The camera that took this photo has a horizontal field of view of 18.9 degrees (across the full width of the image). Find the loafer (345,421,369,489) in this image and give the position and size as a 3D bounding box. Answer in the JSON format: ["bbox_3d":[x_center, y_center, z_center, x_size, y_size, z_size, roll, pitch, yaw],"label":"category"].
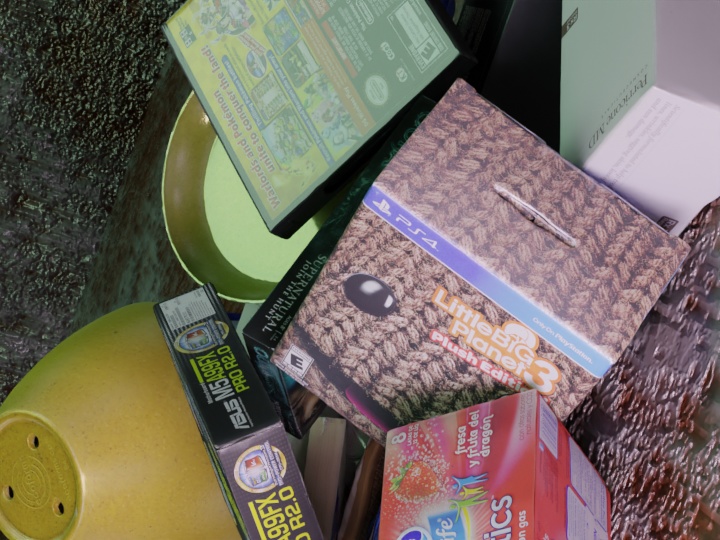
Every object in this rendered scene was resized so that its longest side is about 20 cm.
[{"bbox_3d":[0.047,0.081,1.502,0.072,0.063,0.200,54,135,32],"label":"loafer"}]

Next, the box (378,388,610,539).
[{"bbox_3d":[0.070,0.177,1.125,0.094,0.103,0.201,-18,44,24],"label":"box"}]

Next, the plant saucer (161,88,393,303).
[{"bbox_3d":[-0.052,-0.072,1.481,0.199,0.031,0.201,-11,70,34],"label":"plant saucer"}]

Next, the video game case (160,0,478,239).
[{"bbox_3d":[-0.033,-0.153,1.455,0.181,0.025,0.200,-42,57,20],"label":"video game case"}]

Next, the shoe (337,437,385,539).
[{"bbox_3d":[0.027,0.134,1.456,0.053,0.070,0.201,-99,28,-53],"label":"shoe"}]

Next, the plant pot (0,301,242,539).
[{"bbox_3d":[-0.183,0.132,1.521,0.199,0.142,0.201,8,103,36],"label":"plant pot"}]

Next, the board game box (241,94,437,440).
[{"bbox_3d":[0.000,0.000,1.395,0.200,0.028,0.135,-53,-22,-20],"label":"board game box"}]

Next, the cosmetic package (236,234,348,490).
[{"bbox_3d":[-0.036,0.069,1.554,0.107,0.085,0.201,-12,-50,-54],"label":"cosmetic package"}]

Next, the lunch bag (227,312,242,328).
[{"bbox_3d":[-0.112,0.123,1.692,0.124,0.200,0.171,28,106,32],"label":"lunch bag"}]

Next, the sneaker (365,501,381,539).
[{"bbox_3d":[0.036,0.155,1.352,0.201,0.075,0.078,-65,14,4],"label":"sneaker"}]

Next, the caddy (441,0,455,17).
[{"bbox_3d":[0.007,-0.145,1.593,0.141,0.105,0.200,-49,12,28],"label":"caddy"}]

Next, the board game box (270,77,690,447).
[{"bbox_3d":[0.062,0.020,1.219,0.097,0.159,0.200,-51,-5,-36],"label":"board game box"}]

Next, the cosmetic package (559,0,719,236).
[{"bbox_3d":[0.172,-0.130,1.232,0.113,0.081,0.201,126,158,-45],"label":"cosmetic package"}]

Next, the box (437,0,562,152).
[{"bbox_3d":[0.120,-0.169,1.479,0.141,0.079,0.201,-133,62,-79],"label":"box"}]

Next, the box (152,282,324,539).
[{"bbox_3d":[-0.069,0.120,1.354,0.200,0.044,0.161,-123,14,-60],"label":"box"}]

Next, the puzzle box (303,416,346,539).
[{"bbox_3d":[-0.030,0.211,1.519,0.200,0.025,0.134,91,-174,-52],"label":"puzzle box"}]
